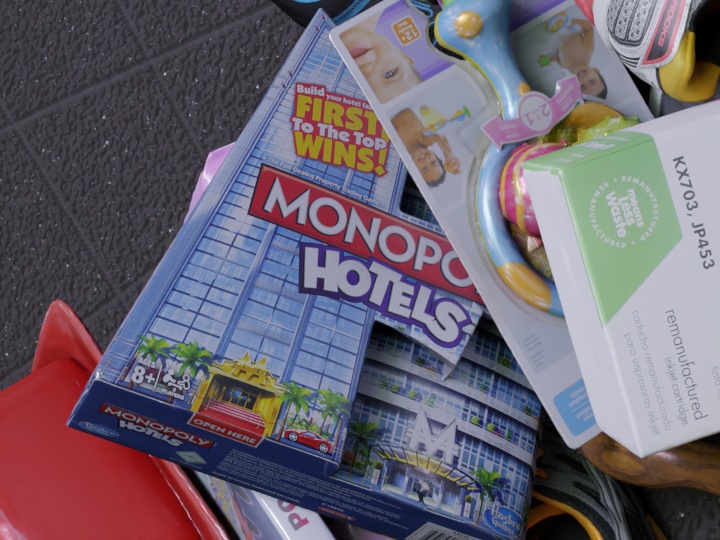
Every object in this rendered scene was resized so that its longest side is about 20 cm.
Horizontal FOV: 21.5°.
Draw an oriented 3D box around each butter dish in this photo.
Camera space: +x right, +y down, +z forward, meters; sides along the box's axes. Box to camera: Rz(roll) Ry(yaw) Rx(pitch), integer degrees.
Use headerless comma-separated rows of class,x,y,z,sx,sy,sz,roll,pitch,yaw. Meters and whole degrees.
butter dish,-0.167,0.156,0.953,0.200,0.147,0.201,51,143,29

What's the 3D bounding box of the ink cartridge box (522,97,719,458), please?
ink cartridge box,0.177,-0.016,0.739,0.198,0.067,0.118,-18,96,-6

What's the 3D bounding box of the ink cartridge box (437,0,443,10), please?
ink cartridge box,0.055,-0.221,0.904,0.118,0.042,0.201,-22,59,-6

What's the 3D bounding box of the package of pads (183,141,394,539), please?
package of pads,-0.020,0.044,0.894,0.075,0.121,0.202,-20,78,-12

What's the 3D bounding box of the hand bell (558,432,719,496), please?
hand bell,0.154,0.084,0.763,0.199,0.103,0.105,14,91,53

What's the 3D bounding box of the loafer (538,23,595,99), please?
loafer,0.054,-0.053,0.911,0.199,0.071,0.074,-31,80,44

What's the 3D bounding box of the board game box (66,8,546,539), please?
board game box,0.000,0.000,0.807,0.062,0.198,0.202,132,155,-60

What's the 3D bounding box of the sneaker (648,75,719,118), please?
sneaker,0.176,-0.133,0.812,0.099,0.070,0.202,-172,86,-65

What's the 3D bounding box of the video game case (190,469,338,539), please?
video game case,-0.030,0.148,0.877,0.023,0.201,0.183,-28,61,-16

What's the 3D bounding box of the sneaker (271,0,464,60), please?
sneaker,0.031,-0.139,0.926,0.198,0.082,0.074,3,82,33

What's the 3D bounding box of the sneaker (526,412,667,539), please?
sneaker,0.081,0.094,0.863,0.078,0.077,0.201,-44,60,23

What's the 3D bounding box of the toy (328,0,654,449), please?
toy,0.086,-0.043,0.788,0.201,0.115,0.047,58,160,4

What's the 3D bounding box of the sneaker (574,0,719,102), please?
sneaker,0.181,-0.139,0.732,0.199,0.078,0.083,-39,60,17
